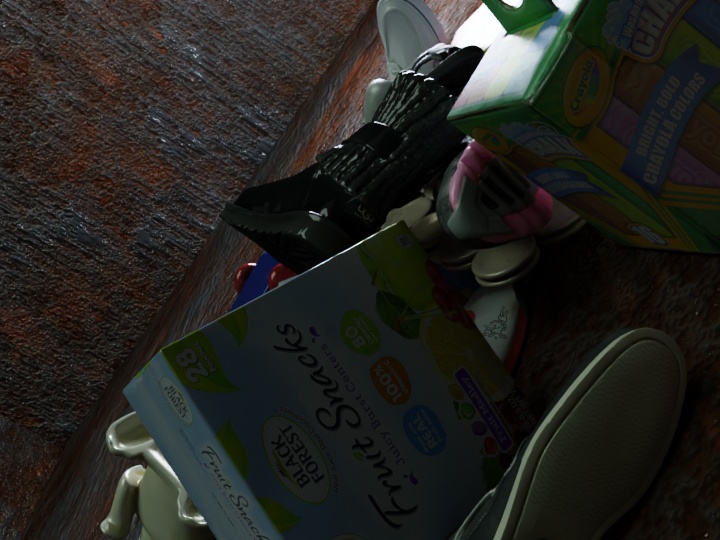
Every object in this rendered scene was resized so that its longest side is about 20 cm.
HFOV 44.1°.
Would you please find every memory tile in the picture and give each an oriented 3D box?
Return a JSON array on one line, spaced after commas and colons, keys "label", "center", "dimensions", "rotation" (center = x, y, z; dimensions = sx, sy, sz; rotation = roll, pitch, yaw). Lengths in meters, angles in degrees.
[{"label": "memory tile", "center": [0.110, -0.054, 0.704], "dimensions": [0.153, 0.017, 0.200], "rotation": [-39, 27, -11]}]

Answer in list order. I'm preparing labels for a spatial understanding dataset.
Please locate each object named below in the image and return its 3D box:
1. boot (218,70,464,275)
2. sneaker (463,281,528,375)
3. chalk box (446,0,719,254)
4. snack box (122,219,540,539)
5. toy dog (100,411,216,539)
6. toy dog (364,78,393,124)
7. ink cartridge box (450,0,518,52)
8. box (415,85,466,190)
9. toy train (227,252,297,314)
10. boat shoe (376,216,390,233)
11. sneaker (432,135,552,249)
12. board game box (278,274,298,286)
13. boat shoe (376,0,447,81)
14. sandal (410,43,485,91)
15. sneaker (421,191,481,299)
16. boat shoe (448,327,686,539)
[{"label": "boot", "center": [-0.016, -0.074, 0.705], "dimensions": [0.158, 0.079, 0.211], "rotation": [-56, 30, -12]}, {"label": "sneaker", "center": [0.046, 0.068, 0.645], "dimensions": [0.067, 0.108, 0.202], "rotation": [-28, 32, 61]}, {"label": "chalk box", "center": [0.142, -0.113, 0.525], "dimensions": [0.124, 0.200, 0.124], "rotation": [-59, 14, -3]}, {"label": "snack box", "center": [-0.004, 0.084, 0.515], "dimensions": [0.200, 0.169, 0.068], "rotation": [-31, -7, -41]}, {"label": "toy dog", "center": [-0.165, 0.221, 0.882], "dimensions": [0.194, 0.139, 0.200], "rotation": [-42, -23, -47]}, {"label": "toy dog", "center": [0.034, -0.115, 1.037], "dimensions": [0.096, 0.132, 0.200], "rotation": [-19, -36, -51]}, {"label": "ink cartridge box", "center": [0.168, -0.242, 0.935], "dimensions": [0.200, 0.083, 0.146], "rotation": [-37, 24, 54]}, {"label": "box", "center": [0.087, -0.126, 0.840], "dimensions": [0.200, 0.044, 0.160], "rotation": [-27, -5, -36]}, {"label": "toy train", "center": [-0.087, 0.093, 0.799], "dimensions": [0.085, 0.116, 0.200], "rotation": [0, 57, 56]}, {"label": "boat shoe", "center": [0.000, 0.000, 0.811], "dimensions": [0.071, 0.201, 0.069], "rotation": [-17, 5, -5]}, {"label": "sneaker", "center": [0.088, -0.062, 0.645], "dimensions": [0.095, 0.079, 0.200], "rotation": [-32, 11, 35]}, {"label": "board game box", "center": [-0.027, 0.113, 0.702], "dimensions": [0.034, 0.135, 0.200], "rotation": [-20, 34, 14]}, {"label": "boat shoe", "center": [0.068, -0.224, 1.028], "dimensions": [0.073, 0.200, 0.065], "rotation": [-9, 34, 32]}, {"label": "sandal", "center": [0.070, -0.172, 0.829], "dimensions": [0.075, 0.048, 0.200], "rotation": [-29, -5, -3]}, {"label": "sneaker", "center": [0.099, -0.051, 0.788], "dimensions": [0.088, 0.075, 0.200], "rotation": [-46, 21, 23]}, {"label": "boat shoe", "center": [0.096, 0.113, 0.464], "dimensions": [0.200, 0.072, 0.068], "rotation": [-60, 17, 1]}]
